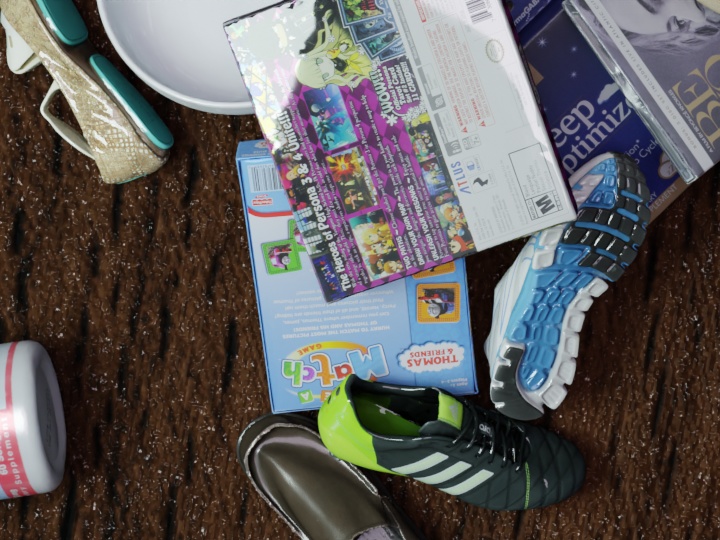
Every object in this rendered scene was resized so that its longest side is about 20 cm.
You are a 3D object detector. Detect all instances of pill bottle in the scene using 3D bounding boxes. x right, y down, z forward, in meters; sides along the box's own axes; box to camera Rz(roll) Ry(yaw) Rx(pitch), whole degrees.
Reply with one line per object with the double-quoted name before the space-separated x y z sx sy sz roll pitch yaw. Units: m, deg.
"pill bottle" -0.315 0.116 1.443 0.198 0.109 0.110 -9 91 3

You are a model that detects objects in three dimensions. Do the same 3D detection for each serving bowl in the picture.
"serving bowl" -0.085 -0.197 1.438 0.198 0.066 0.202 -1 73 2

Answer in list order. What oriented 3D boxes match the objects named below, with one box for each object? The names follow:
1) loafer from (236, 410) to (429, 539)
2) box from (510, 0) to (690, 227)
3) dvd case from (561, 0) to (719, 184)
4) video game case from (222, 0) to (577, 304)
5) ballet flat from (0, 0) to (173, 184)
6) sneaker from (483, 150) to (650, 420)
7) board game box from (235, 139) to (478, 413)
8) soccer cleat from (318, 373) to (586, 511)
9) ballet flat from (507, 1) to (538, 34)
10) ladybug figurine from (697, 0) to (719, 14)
"loafer" -0.006 0.177 1.452 0.200 0.071 0.073 41 92 0
"box" 0.149 -0.112 1.417 0.121 0.032 0.200 -44 112 10
"dvd case" 0.243 -0.167 1.406 0.200 0.016 0.149 -36 91 -34
"video game case" 0.027 -0.100 1.338 0.180 0.036 0.201 -19 100 11
"ballet flat" -0.214 -0.146 1.457 0.065 0.070 0.201 -36 86 17
"sneaker" 0.131 -0.001 1.421 0.074 0.087 0.201 17 113 -22
"board game box" 0.000 0.000 1.427 0.150 0.037 0.201 -5 116 2
"soccer cleat" 0.069 0.120 1.430 0.198 0.081 0.068 13 58 -9
"ballet flat" 0.162 -0.182 1.450 0.198 0.067 0.063 -3 74 -5
"ladybug figurine" 0.247 -0.262 1.370 0.135 0.072 0.201 -29 106 4
